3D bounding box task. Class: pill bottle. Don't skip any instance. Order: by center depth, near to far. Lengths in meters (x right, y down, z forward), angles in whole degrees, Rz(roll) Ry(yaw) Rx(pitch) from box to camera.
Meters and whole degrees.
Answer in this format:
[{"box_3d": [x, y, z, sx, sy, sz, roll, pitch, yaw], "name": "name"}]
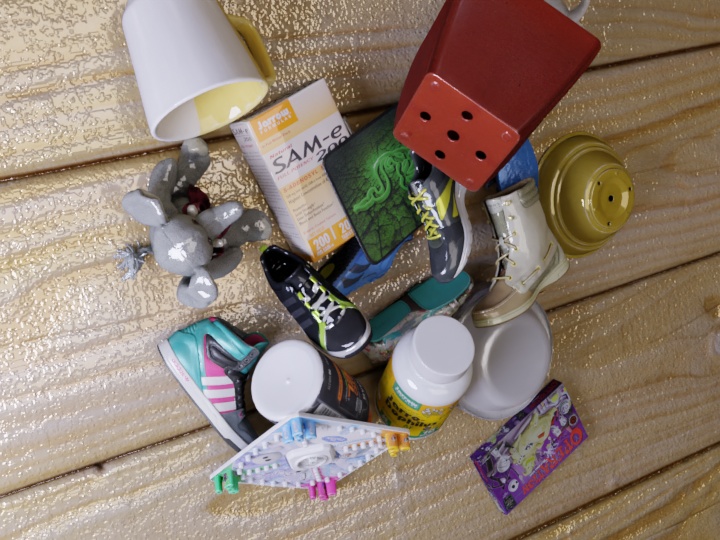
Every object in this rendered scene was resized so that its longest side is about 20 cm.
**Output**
[{"box_3d": [-0.053, 0.174, 1.071, 0.107, 0.105, 0.200, -56, 146, -9], "name": "pill bottle"}, {"box_3d": [0.089, 0.145, 1.105, 0.110, 0.201, 0.115, 5, 58, -9], "name": "pill bottle"}]

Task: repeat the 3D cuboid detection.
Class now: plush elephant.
[{"box_3d": [-0.200, -0.048, 0.966, 0.199, 0.154, 0.166, -39, 112, -16], "name": "plush elephant"}]

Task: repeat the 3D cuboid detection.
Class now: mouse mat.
[{"box_3d": [0.045, -0.125, 1.092, 0.199, 0.007, 0.163, -41, 113, -33], "name": "mouse mat"}]

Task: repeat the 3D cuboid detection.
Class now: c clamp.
[{"box_3d": [0.077, -0.161, 1.134, 0.198, 0.027, 0.174, -29, 102, -37], "name": "c clamp"}]

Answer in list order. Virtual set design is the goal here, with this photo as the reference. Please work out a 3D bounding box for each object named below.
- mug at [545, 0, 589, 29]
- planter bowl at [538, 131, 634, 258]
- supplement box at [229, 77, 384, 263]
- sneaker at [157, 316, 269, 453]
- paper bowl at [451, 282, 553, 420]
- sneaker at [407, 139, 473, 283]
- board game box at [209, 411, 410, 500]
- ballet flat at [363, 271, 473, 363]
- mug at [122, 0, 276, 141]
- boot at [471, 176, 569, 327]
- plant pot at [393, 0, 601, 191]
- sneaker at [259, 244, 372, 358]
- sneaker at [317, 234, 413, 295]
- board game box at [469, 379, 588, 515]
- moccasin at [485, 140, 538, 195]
[{"box_3d": [0.223, -0.351, 1.116, 0.175, 0.199, 0.149, 40, 45, -17], "name": "mug"}, {"box_3d": [0.372, -0.116, 1.283, 0.196, 0.083, 0.206, -4, 100, -26], "name": "planter bowl"}, {"box_3d": [-0.067, -0.131, 1.066, 0.125, 0.073, 0.203, -33, 110, -19], "name": "supplement box"}, {"box_3d": [-0.160, 0.139, 1.059, 0.120, 0.084, 0.202, -36, 111, -7], "name": "sneaker"}, {"box_3d": [0.208, 0.125, 1.226, 0.196, 0.104, 0.206, -3, 98, -25], "name": "paper bowl"}, {"box_3d": [0.098, -0.084, 1.093, 0.083, 0.074, 0.205, 8, 75, -32], "name": "sneaker"}, {"box_3d": [-0.064, 0.249, 1.056, 0.197, 0.199, 0.026, 16, 47, -39], "name": "board game box"}, {"box_3d": [0.079, 0.068, 1.182, 0.197, 0.076, 0.065, -28, 138, -15], "name": "ballet flat"}, {"box_3d": [-0.200, -0.254, 0.959, 0.147, 0.186, 0.156, -25, 87, 8], "name": "mug"}, {"box_3d": [0.204, -0.026, 1.139, 0.199, 0.071, 0.157, -35, 109, -32], "name": "boot"}, {"box_3d": [0.150, -0.227, 1.029, 0.198, 0.200, 0.178, 34, 60, -2], "name": "plant pot"}, {"box_3d": [-0.068, 0.035, 1.026, 0.072, 0.199, 0.083, -47, 146, -7], "name": "sneaker"}, {"box_3d": [0.000, 0.000, 1.125, 0.201, 0.066, 0.079, -49, 118, -12], "name": "sneaker"}, {"box_3d": [0.279, 0.288, 1.328, 0.199, 0.032, 0.121, -38, 116, -17], "name": "board game box"}, {"box_3d": [0.227, -0.114, 1.222, 0.079, 0.068, 0.205, -14, 103, -15], "name": "moccasin"}]
